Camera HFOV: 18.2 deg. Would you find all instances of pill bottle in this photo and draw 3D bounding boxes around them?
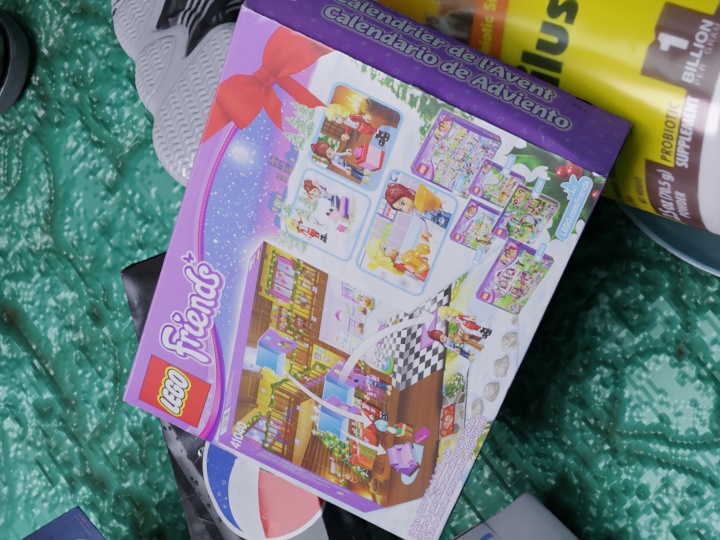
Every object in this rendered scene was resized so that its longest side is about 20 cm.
[{"bbox_3d":[0.070,-0.091,0.828,0.199,0.109,0.110,20,99,25],"label":"pill bottle"}]

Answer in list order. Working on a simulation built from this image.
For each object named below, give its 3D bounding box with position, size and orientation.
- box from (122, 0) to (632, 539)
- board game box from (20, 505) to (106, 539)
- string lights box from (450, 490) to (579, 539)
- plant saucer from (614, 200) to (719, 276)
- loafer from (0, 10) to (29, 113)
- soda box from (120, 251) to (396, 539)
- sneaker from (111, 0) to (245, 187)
[{"bbox_3d":[0.000,0.000,0.818,0.136,0.039,0.200,26,131,5],"label":"box"},{"bbox_3d":[-0.079,0.211,0.936,0.200,0.035,0.136,49,149,19],"label":"board game box"},{"bbox_3d":[0.092,0.186,0.842,0.200,0.103,0.059,44,136,22],"label":"string lights box"},{"bbox_3d":[0.171,-0.092,0.853,0.199,0.027,0.201,0,89,27],"label":"plant saucer"},{"bbox_3d":[-0.250,-0.116,1.056,0.199,0.063,0.072,12,95,27],"label":"loafer"},{"bbox_3d":[-0.034,0.085,0.935,0.063,0.071,0.201,-20,81,22],"label":"soda box"},{"bbox_3d":[-0.036,-0.081,0.940,0.075,0.115,0.200,-41,37,21],"label":"sneaker"}]
